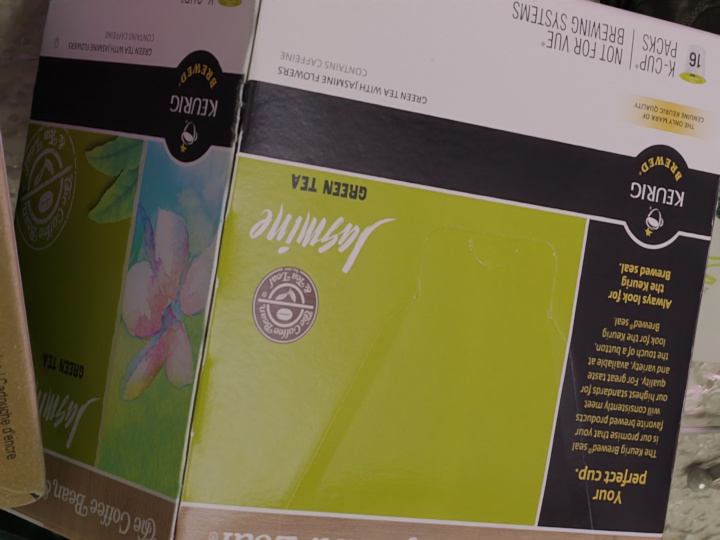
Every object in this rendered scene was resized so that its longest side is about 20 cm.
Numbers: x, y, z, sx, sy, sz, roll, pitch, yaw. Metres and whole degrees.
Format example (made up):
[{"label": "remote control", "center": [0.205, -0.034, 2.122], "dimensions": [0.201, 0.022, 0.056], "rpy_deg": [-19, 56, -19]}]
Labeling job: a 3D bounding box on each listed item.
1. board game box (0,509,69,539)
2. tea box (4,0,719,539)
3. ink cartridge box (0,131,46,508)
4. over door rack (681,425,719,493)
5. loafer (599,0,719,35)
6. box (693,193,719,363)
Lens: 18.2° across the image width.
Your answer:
[{"label": "board game box", "center": [-0.057, 0.128, 0.849], "dimensions": [0.135, 0.199, 0.028], "rpy_deg": [50, 60, -49]}, {"label": "tea box", "center": [0.000, 0.000, 0.742], "dimensions": [0.199, 0.133, 0.198], "rpy_deg": [9, 90, -37]}, {"label": "ink cartridge box", "center": [-0.143, -0.046, 0.644], "dimensions": [0.075, 0.165, 0.201], "rpy_deg": [-9, 145, -9]}, {"label": "over door rack", "center": [0.198, 0.137, 1.111], "dimensions": [0.199, 0.148, 0.067], "rpy_deg": [13, 127, -42]}, {"label": "loafer", "center": [0.193, -0.104, 0.845], "dimensions": [0.199, 0.073, 0.073], "rpy_deg": [-17, 145, -10]}, {"label": "box", "center": [0.159, -0.017, 0.977], "dimensions": [0.199, 0.036, 0.145], "rpy_deg": [4, 138, -35]}]
